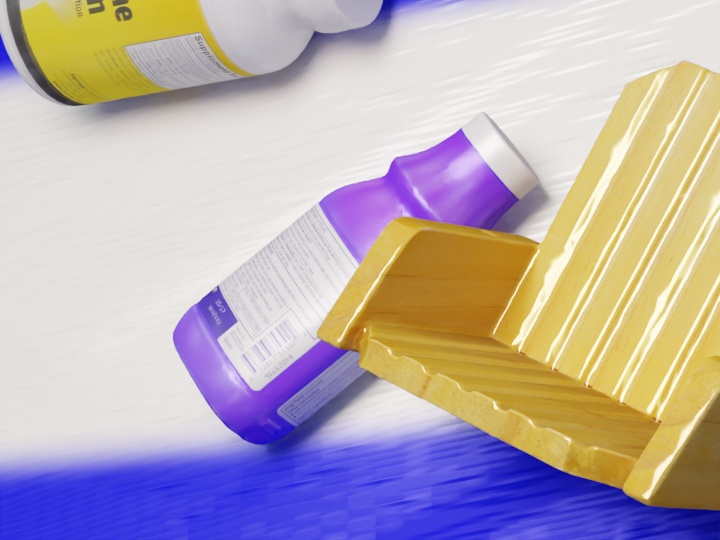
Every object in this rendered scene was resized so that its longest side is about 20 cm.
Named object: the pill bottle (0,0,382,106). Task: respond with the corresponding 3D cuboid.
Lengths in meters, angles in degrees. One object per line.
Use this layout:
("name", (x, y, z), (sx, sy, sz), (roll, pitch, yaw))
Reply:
("pill bottle", (-0.092, -0.158, 1.429), (0.199, 0.112, 0.112), (-8, 62, 27))

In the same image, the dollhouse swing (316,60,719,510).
("dollhouse swing", (0.126, -0.008, 1.195), (0.200, 0.182, 0.176), (27, 101, 38))

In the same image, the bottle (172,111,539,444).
("bottle", (0.000, 0.000, 1.321), (0.200, 0.065, 0.084), (-40, 53, 7))
